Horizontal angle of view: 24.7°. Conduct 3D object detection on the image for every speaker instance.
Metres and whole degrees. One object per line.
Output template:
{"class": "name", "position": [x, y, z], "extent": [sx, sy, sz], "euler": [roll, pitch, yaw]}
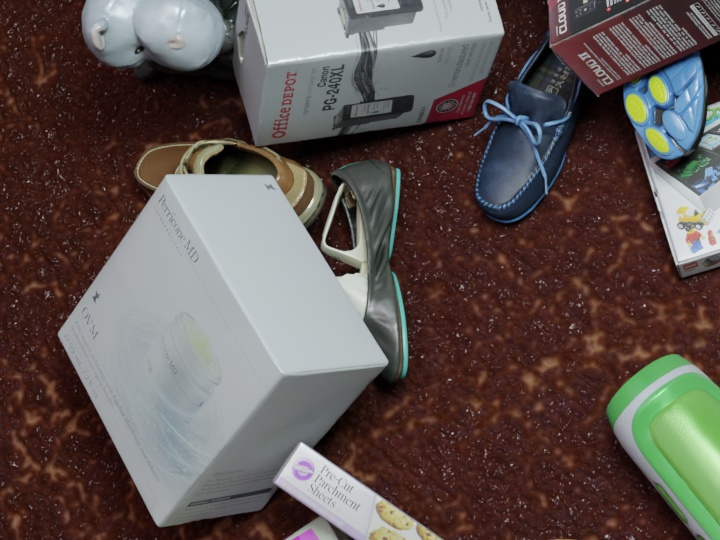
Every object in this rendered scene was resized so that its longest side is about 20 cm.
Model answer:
{"class": "speaker", "position": [0.272, 0.159, 1.222], "extent": [0.088, 0.088, 0.200], "euler": [-39, 64, 2]}

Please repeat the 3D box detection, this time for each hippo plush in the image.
{"class": "hippo plush", "position": [-0.175, -0.248, 1.333], "extent": [0.199, 0.159, 0.162], "euler": [11, 77, 10]}

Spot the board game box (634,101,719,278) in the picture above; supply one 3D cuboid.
{"class": "board game box", "position": [0.332, -0.084, 1.314], "extent": [0.199, 0.035, 0.127], "euler": [-18, 65, 12]}

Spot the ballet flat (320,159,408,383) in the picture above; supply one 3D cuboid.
{"class": "ballet flat", "position": [0.000, 0.000, 1.376], "extent": [0.068, 0.068, 0.201], "euler": [3, 62, -11]}

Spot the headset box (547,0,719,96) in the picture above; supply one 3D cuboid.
{"class": "headset box", "position": [0.229, -0.239, 1.280], "extent": [0.199, 0.077, 0.149], "euler": [-24, 47, 31]}

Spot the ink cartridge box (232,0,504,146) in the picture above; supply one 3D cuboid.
{"class": "ink cartridge box", "position": [0.002, -0.180, 1.361], "extent": [0.199, 0.145, 0.084], "euler": [-10, 69, -11]}

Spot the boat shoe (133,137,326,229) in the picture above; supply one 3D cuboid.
{"class": "boat shoe", "position": [-0.121, -0.086, 1.430], "extent": [0.199, 0.074, 0.076], "euler": [10, 72, 36]}

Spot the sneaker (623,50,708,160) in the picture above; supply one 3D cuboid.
{"class": "sneaker", "position": [0.252, -0.172, 1.335], "extent": [0.071, 0.083, 0.200], "euler": [-29, 46, 29]}

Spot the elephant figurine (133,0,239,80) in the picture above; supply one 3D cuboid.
{"class": "elephant figurine", "position": [-0.129, -0.280, 1.489], "extent": [0.154, 0.142, 0.201], "euler": [6, 79, 5]}

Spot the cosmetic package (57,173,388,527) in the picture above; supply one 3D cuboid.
{"class": "cosmetic package", "position": [-0.115, 0.061, 1.317], "extent": [0.200, 0.123, 0.200], "euler": [-50, 59, 31]}

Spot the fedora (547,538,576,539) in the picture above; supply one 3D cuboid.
{"class": "fedora", "position": [0.117, 0.274, 1.214], "extent": [0.201, 0.201, 0.082], "euler": [-47, 25, -2]}

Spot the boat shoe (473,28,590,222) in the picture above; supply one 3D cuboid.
{"class": "boat shoe", "position": [0.143, -0.140, 1.379], "extent": [0.084, 0.069, 0.201], "euler": [17, 78, 23]}

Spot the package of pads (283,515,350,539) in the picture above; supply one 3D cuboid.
{"class": "package of pads", "position": [-0.042, 0.315, 1.279], "extent": [0.154, 0.068, 0.200], "euler": [-33, 64, 5]}

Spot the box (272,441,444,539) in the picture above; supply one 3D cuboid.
{"class": "box", "position": [0.024, 0.204, 1.270], "extent": [0.200, 0.039, 0.042], "euler": [35, 83, 1]}
